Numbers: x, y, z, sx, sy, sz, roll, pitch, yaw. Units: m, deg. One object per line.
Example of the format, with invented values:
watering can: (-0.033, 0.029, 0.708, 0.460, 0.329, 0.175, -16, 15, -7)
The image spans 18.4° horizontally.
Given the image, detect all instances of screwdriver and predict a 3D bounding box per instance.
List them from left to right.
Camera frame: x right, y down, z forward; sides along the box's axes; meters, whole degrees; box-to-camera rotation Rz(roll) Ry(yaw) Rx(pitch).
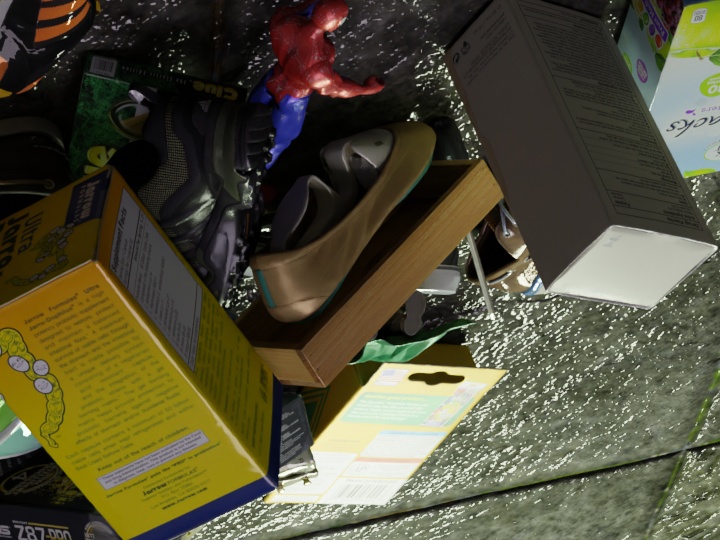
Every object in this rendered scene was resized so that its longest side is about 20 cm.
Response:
screwdriver: (0.074, -0.030, 1.606, 0.029, 0.028, 0.200, -34, 135, -23)

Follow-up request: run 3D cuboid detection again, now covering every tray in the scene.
tray: (0.000, 0.000, 1.497, 0.200, 0.099, 0.037, -45, 117, -29)

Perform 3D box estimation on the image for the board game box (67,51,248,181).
board game box: (-0.142, -0.058, 1.458, 0.105, 0.023, 0.200, 14, 141, -4)

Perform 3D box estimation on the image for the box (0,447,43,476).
box: (-0.284, 0.232, 1.674, 0.124, 0.200, 0.197, -35, 145, 24)

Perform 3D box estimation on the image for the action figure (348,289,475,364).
action figure: (0.006, 0.045, 1.628, 0.118, 0.055, 0.200, -5, 175, -10)

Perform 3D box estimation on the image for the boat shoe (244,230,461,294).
boat shoe: (-0.013, -0.017, 1.593, 0.200, 0.057, 0.069, 6, 177, -37)

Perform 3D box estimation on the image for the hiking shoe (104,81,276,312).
hiking shoe: (-0.115, -0.042, 1.412, 0.101, 0.076, 0.200, 19, 134, 4)

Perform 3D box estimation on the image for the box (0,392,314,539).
box: (-0.157, 0.145, 1.603, 0.161, 0.049, 0.200, 4, -155, 40)

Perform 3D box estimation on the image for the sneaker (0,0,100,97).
sneaker: (-0.179, -0.172, 1.274, 0.090, 0.070, 0.200, -8, 149, -47)

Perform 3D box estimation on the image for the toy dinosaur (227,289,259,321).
toy dinosaur: (-0.150, 0.083, 1.642, 0.181, 0.105, 0.200, -15, 163, 25)

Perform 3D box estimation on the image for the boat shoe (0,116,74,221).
boat shoe: (-0.280, -0.041, 1.402, 0.201, 0.061, 0.072, -16, 147, -7)

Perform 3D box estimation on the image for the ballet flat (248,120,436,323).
ballet flat: (-0.010, -0.050, 1.470, 0.069, 0.200, 0.063, -8, 126, 39)

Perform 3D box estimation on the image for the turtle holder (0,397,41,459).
turtle holder: (-0.230, 0.041, 1.492, 0.132, 0.141, 0.186, 24, 96, -41)

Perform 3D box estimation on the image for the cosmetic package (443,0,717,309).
cosmetic package: (0.141, -0.079, 1.453, 0.104, 0.200, 0.073, 11, 137, -39)

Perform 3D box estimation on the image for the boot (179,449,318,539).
boot: (-0.110, 0.164, 1.691, 0.155, 0.200, 0.072, -17, 109, 4)

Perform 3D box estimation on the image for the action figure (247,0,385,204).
action figure: (-0.028, -0.121, 1.414, 0.099, 0.065, 0.200, -26, 164, -28)

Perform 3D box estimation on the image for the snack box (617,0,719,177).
snack box: (0.264, -0.151, 1.540, 0.169, 0.068, 0.200, -12, 148, -15)

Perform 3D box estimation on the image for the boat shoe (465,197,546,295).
boat shoe: (0.127, -0.042, 1.620, 0.072, 0.072, 0.200, -7, 145, -19)

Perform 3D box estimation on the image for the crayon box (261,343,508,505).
crayon box: (0.012, 0.116, 1.808, 0.126, 0.052, 0.200, 5, 140, -35)

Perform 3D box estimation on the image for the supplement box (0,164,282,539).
supplement box: (-0.145, 0.056, 1.367, 0.109, 0.109, 0.200, -26, 120, 17)
